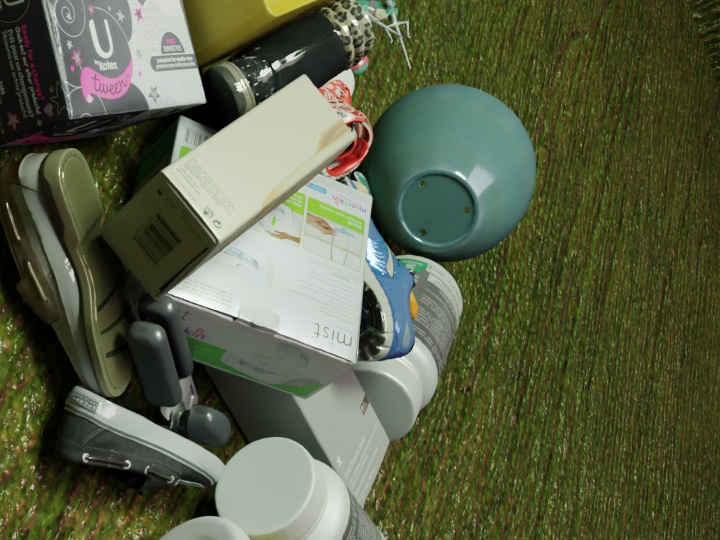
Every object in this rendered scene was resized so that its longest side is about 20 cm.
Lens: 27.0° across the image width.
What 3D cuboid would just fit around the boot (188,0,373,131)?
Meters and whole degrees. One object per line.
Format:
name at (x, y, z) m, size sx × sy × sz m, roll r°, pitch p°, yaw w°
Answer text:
boot at (-0.075, -0.172, 1.362) m, size 0.074 × 0.153 × 0.203 m, roll 59°, pitch -15°, yaw -1°

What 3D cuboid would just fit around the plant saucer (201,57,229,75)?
plant saucer at (-0.103, -0.244, 1.537) m, size 0.200 × 0.048 × 0.201 m, roll -44°, pitch 119°, yaw -59°

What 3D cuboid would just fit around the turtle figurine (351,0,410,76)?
turtle figurine at (-0.024, -0.289, 1.655) m, size 0.201 × 0.100 × 0.150 m, roll 58°, pitch 15°, yaw -7°

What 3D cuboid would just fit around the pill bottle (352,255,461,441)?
pill bottle at (0.035, 0.082, 1.582) m, size 0.114 × 0.112 × 0.200 m, roll 65°, pitch 27°, yaw -25°

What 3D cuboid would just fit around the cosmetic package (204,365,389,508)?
cosmetic package at (-0.057, 0.128, 1.437) m, size 0.201 × 0.090 × 0.107 m, roll 65°, pitch 33°, yaw -31°

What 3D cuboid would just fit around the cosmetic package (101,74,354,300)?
cosmetic package at (-0.102, -0.069, 1.195) m, size 0.071 × 0.105 × 0.200 m, roll 50°, pitch 44°, yaw -2°

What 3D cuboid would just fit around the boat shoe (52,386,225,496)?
boat shoe at (-0.182, 0.149, 1.219) m, size 0.200 × 0.068 × 0.057 m, roll 40°, pitch 72°, yaw -55°

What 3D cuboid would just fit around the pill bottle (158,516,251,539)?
pill bottle at (-0.096, 0.305, 1.260) m, size 0.200 × 0.112 × 0.113 m, roll 54°, pitch 35°, yaw -38°

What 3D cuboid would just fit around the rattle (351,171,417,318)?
rattle at (0.020, -0.029, 1.577) m, size 0.200 × 0.142 × 0.131 m, roll -25°, pitch 122°, yaw -71°

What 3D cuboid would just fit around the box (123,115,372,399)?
box at (-0.100, -0.009, 1.303) m, size 0.199 × 0.097 × 0.178 m, roll 21°, pitch 56°, yaw -25°

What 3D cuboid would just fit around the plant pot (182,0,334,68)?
plant pot at (-0.119, -0.289, 1.329) m, size 0.200 × 0.176 × 0.201 m, roll -33°, pitch 109°, yaw -46°

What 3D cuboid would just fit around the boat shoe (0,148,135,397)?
boat shoe at (-0.229, 0.004, 1.169) m, size 0.075 × 0.068 × 0.201 m, roll -52°, pitch 134°, yaw -65°

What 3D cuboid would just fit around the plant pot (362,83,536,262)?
plant pot at (0.092, -0.091, 1.663) m, size 0.135 × 0.199 × 0.201 m, roll -69°, pitch 140°, yaw -66°

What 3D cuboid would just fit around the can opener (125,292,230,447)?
can opener at (-0.144, 0.089, 1.245) m, size 0.200 × 0.066 × 0.054 m, roll 87°, pitch 18°, yaw -59°

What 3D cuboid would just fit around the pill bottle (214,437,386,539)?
pill bottle at (-0.048, 0.240, 1.353) m, size 0.200 × 0.112 × 0.114 m, roll 60°, pitch 31°, yaw -49°

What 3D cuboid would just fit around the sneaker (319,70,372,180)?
sneaker at (-0.026, -0.146, 1.486) m, size 0.201 × 0.107 × 0.068 m, roll -46°, pitch 135°, yaw -48°

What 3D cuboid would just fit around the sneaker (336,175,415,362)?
sneaker at (0.000, 0.000, 1.445) m, size 0.089 × 0.078 × 0.201 m, roll 16°, pitch 51°, yaw -54°

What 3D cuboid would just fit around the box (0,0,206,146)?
box at (-0.227, -0.174, 1.190) m, size 0.200 × 0.114 × 0.133 m, roll -20°, pitch 97°, yaw -63°
